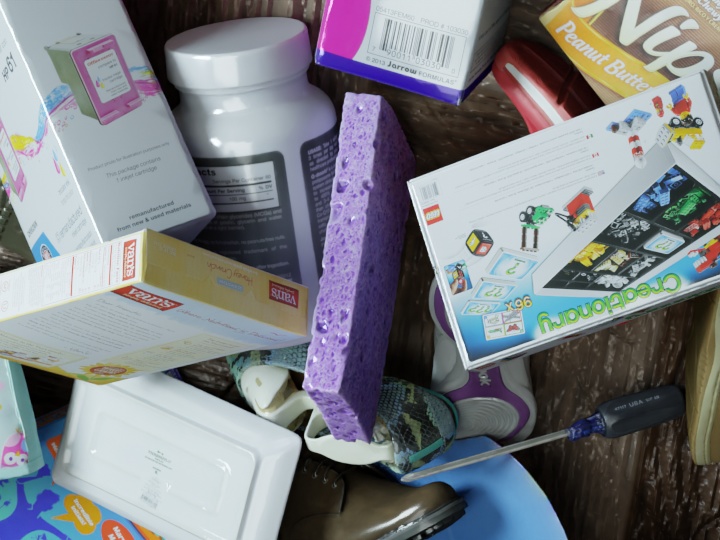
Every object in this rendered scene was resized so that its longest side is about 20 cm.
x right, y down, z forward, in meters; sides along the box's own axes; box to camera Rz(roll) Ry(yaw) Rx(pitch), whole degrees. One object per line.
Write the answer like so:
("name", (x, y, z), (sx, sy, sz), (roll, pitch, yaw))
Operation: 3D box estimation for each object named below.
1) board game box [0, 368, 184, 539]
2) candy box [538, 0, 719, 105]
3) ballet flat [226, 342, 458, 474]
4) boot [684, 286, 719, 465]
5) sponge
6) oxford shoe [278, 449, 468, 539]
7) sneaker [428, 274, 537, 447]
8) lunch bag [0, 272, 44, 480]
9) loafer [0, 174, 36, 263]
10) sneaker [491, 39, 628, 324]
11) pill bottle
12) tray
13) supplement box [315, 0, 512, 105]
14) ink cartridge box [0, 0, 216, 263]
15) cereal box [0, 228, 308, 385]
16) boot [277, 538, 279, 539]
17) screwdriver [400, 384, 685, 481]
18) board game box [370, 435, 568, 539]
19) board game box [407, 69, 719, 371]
("board game box", (-0.188, 0.170, 1.862), (0.200, 0.045, 0.152), (-24, 101, 23))
("candy box", (0.220, -0.119, 1.617), (0.115, 0.055, 0.200), (-35, 97, 27))
("ballet flat", (-0.029, 0.090, 1.732), (0.200, 0.074, 0.074), (13, 116, 38))
("boot", (0.289, 0.052, 1.649), (0.155, 0.073, 0.200), (1, 133, -2))
("sponge", (0.000, 0.000, 1.648), (0.030, 0.112, 0.200), (5, 72, 13))
("oxford shoe", (-0.011, 0.158, 1.761), (0.200, 0.073, 0.085), (-12, 97, 44))
("sneaker", (0.087, 0.041, 1.715), (0.075, 0.100, 0.200), (7, 135, 7))
("lunch bag", (-0.318, 0.073, 1.799), (0.200, 0.122, 0.171), (-8, 97, 34))
("loafer", (-0.195, -0.030, 1.780), (0.200, 0.067, 0.076), (36, 121, -16))
("sneaker", (0.128, -0.045, 1.664), (0.115, 0.078, 0.200), (-39, 94, 25))
("pill bottle", (-0.067, -0.058, 1.698), (0.116, 0.116, 0.200), (-1, 109, 18))
("tray", (-0.133, 0.130, 1.757), (0.200, 0.022, 0.108), (22, 103, 33))
("supplement box", (0.049, -0.222, 1.608), (0.101, 0.103, 0.200), (18, 115, 12))
("ink cartridge box", (-0.186, -0.094, 1.675), (0.200, 0.085, 0.145), (67, 156, 9))
("cereal box", (-0.151, 0.027, 1.634), (0.200, 0.144, 0.040), (-15, 65, 40))
("boot", (-0.102, 0.214, 1.781), (0.074, 0.075, 0.200), (4, 110, 40))
("screwdriver", (0.122, 0.115, 1.698), (0.200, 0.028, 0.029), (-20, 85, -12))
("board game box", (0.077, 0.188, 1.773), (0.200, 0.039, 0.158), (-13, 98, 43))
("board game box", (0.140, -0.029, 1.580), (0.200, 0.035, 0.127), (-20, 80, 17))
